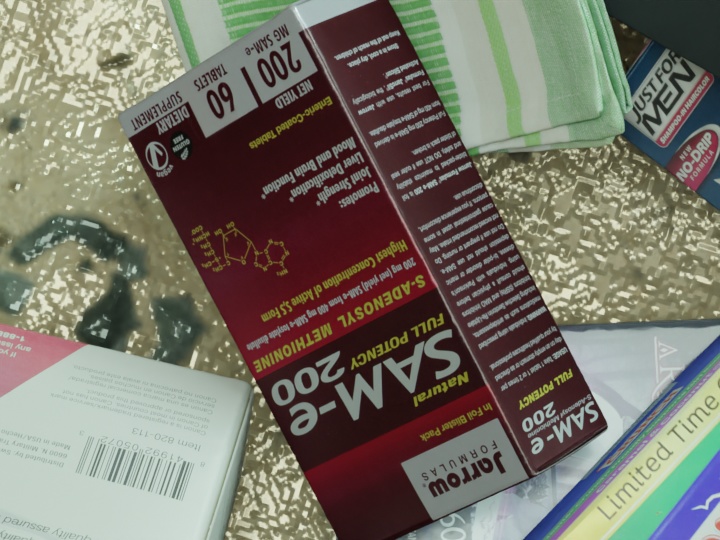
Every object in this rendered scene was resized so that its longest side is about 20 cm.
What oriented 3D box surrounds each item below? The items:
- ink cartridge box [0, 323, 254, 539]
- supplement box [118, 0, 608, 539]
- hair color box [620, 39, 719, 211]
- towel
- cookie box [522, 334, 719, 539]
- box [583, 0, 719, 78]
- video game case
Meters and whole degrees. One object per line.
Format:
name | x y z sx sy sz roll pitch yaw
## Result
ink cartridge box | -0.135 0.121 1.145 0.146 0.083 0.200 14 44 3
supplement box | 0.000 0.000 1.166 0.109 0.061 0.201 -28 90 39
hair color box | 0.204 -0.040 1.193 0.200 0.100 0.061 38 127 6
towel | 0.004 -0.107 1.174 0.199 0.023 0.153 -10 104 39
cookie box | 0.182 0.131 1.173 0.200 0.075 0.171 45 79 -1
box | 0.133 -0.155 1.166 0.200 0.141 0.079 32 130 19
video game case | 0.089 0.094 1.228 0.199 0.019 0.144 -3 83 2
